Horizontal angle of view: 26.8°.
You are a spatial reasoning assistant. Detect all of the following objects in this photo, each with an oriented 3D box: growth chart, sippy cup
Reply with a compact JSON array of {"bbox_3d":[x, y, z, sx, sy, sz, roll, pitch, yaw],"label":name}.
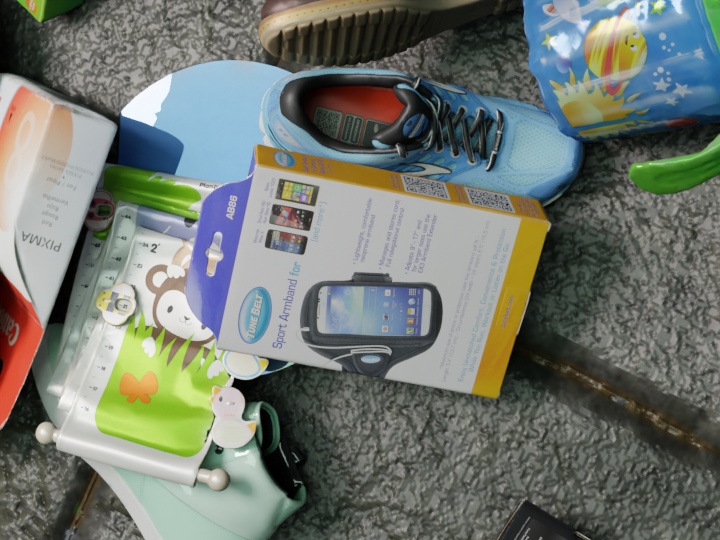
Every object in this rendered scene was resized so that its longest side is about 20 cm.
[{"bbox_3d":[-0.124,0.030,0.933,0.143,0.018,0.202,5,75,9],"label":"growth chart"},{"bbox_3d":[0.167,-0.136,0.860,0.130,0.178,0.140,-17,111,26],"label":"sippy cup"}]

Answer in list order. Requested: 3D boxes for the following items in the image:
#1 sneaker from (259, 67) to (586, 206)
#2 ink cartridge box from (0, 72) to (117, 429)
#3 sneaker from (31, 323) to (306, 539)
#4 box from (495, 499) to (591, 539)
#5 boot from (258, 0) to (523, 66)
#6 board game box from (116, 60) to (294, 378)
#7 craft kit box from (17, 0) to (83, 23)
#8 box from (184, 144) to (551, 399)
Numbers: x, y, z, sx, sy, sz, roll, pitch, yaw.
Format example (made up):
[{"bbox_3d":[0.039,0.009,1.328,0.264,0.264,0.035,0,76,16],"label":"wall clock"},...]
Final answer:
[{"bbox_3d":[0.038,-0.077,0.896,0.198,0.090,0.079,7,87,-3],"label":"sneaker"},{"bbox_3d":[-0.230,-0.020,0.964,0.050,0.162,0.201,22,93,-28],"label":"ink cartridge box"},{"bbox_3d":[-0.116,0.092,0.958,0.118,0.074,0.201,-39,87,18],"label":"sneaker"},{"bbox_3d":[0.124,0.262,0.842,0.198,0.050,0.200,30,62,15],"label":"box"},{"bbox_3d":[0.007,-0.218,0.908,0.199,0.072,0.167,-18,76,-21],"label":"boot"},{"bbox_3d":[-0.077,-0.032,0.974,0.157,0.039,0.202,3,91,10],"label":"board game box"},{"bbox_3d":[-0.242,-0.297,0.971,0.198,0.048,0.201,45,141,16],"label":"craft kit box"},{"bbox_3d":[0.000,0.000,0.887,0.198,0.042,0.120,12,113,-7],"label":"box"}]
